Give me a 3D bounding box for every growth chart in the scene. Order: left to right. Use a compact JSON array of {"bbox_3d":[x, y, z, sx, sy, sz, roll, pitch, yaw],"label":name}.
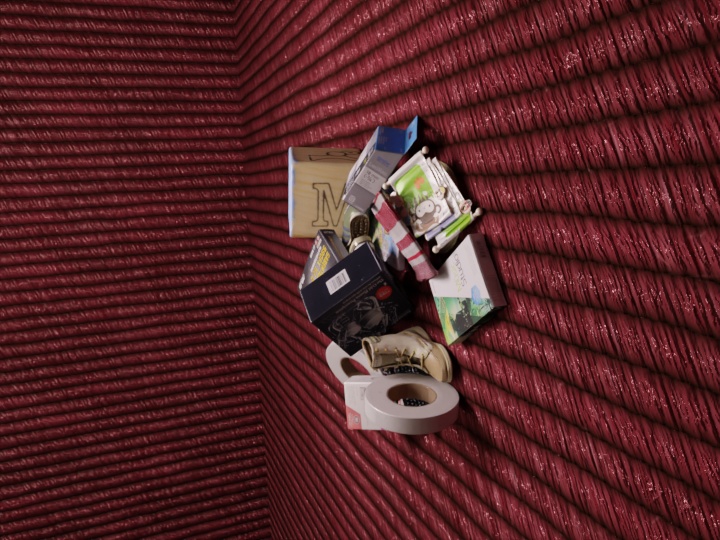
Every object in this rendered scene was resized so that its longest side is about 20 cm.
[{"bbox_3d":[0.132,-0.135,1.165,0.145,0.018,0.202,-47,63,26],"label":"growth chart"}]

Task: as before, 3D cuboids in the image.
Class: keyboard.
[{"bbox_3d":[0.107,0.264,1.373,0.040,0.102,0.204,36,-146,-59],"label":"keyboard"}]

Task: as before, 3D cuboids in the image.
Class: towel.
[{"bbox_3d":[0.086,-0.066,1.244,0.202,0.023,0.144,56,174,2],"label":"towel"}]

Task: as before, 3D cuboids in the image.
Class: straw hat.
[{"bbox_3d":[0.124,-0.130,1.240,0.200,0.083,0.206,175,90,-69],"label":"straw hat"}]

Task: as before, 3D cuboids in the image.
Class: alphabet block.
[{"bbox_3d":[-0.090,-0.208,1.583,0.196,0.195,0.201,-107,19,-64],"label":"alphabet block"}]

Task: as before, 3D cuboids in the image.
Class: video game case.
[{"bbox_3d":[0.060,-0.123,1.392,0.182,0.022,0.205,-142,50,-63],"label":"video game case"}]

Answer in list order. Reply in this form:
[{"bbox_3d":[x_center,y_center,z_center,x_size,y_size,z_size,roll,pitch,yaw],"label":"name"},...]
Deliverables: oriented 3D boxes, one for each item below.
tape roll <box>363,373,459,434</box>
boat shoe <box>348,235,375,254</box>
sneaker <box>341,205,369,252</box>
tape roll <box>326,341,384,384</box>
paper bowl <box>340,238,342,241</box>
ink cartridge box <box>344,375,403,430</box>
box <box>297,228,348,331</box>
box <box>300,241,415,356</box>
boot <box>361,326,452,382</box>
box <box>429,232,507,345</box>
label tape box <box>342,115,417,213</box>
[{"bbox_3d":[0.104,0.271,1.238,0.202,0.198,0.038,-146,53,-64],"label":"tape roll"},{"bbox_3d":[0.000,0.000,1.488,0.201,0.073,0.069,98,154,-59],"label":"boat shoe"},{"bbox_3d":[-0.012,-0.100,1.497,0.202,0.065,0.091,104,166,-52],"label":"sneaker"},{"bbox_3d":[-0.001,0.256,1.574,0.200,0.037,0.205,25,141,22],"label":"tape roll"},{"bbox_3d":[-0.072,-0.020,1.667,0.201,0.102,0.205,-160,89,-79],"label":"paper bowl"},{"bbox_3d":[0.065,0.320,1.454,0.067,0.195,0.120,-14,-80,-69],"label":"ink cartridge box"},{"bbox_3d":[-0.086,0.025,1.504,0.160,0.047,0.202,58,138,37],"label":"box"},{"bbox_3d":[-0.004,0.070,1.385,0.182,0.198,0.105,45,-167,-46],"label":"box"},{"bbox_3d":[0.098,0.189,1.295,0.200,0.151,0.074,-136,44,-60],"label":"boot"},{"bbox_3d":[0.200,0.041,1.153,0.201,0.036,0.147,120,140,-60],"label":"box"},{"bbox_3d":[0.042,-0.243,1.289,0.201,0.062,0.145,-54,14,29],"label":"label tape box"}]
